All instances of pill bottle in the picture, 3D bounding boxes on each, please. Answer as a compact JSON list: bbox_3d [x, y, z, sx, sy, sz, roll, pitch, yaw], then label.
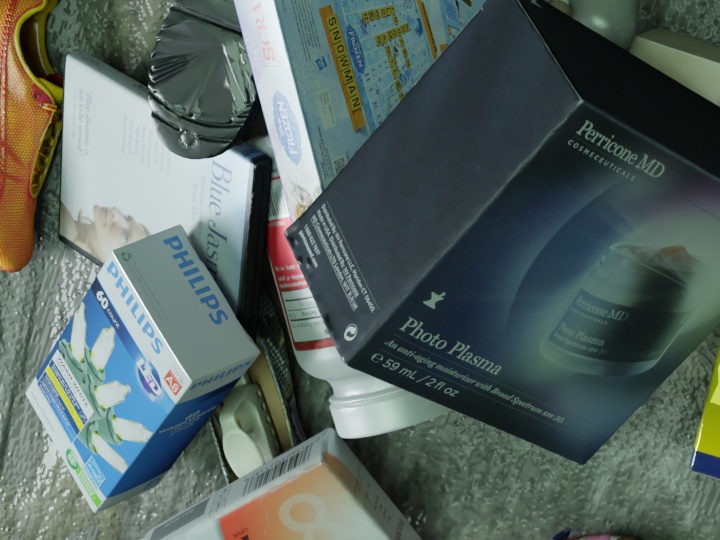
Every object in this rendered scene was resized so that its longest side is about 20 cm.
[{"bbox_3d":[0.000,0.000,1.363,0.112,0.112,0.201,-13,96,22],"label":"pill bottle"}]

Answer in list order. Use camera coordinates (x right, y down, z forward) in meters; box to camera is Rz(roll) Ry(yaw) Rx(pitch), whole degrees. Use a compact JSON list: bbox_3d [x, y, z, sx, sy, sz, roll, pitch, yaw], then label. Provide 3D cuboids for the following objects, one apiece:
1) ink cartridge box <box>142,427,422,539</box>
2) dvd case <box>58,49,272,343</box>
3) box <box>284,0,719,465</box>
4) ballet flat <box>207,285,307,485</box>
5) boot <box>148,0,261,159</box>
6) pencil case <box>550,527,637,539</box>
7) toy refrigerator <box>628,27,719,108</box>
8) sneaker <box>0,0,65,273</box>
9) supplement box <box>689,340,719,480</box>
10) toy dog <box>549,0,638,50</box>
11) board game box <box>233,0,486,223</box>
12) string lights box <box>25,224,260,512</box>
[{"bbox_3d":[-0.028,0.221,1.416,0.162,0.050,0.200,-31,106,22],"label":"ink cartridge box"},{"bbox_3d":[-0.133,-0.045,1.395,0.200,0.018,0.143,30,126,38],"label":"dvd case"},{"bbox_3d":[0.103,-0.021,1.181,0.199,0.200,0.123,-49,41,21],"label":"box"},{"bbox_3d":[-0.081,0.076,1.431,0.072,0.072,0.201,-17,94,22],"label":"ballet flat"},{"bbox_3d":[-0.059,-0.174,1.324,0.073,0.162,0.199,16,105,16],"label":"boot"},{"bbox_3d":[0.154,0.272,1.375,0.086,0.083,0.201,4,102,18],"label":"pencil case"},{"bbox_3d":[0.174,-0.044,1.311,0.070,0.076,0.201,20,107,15],"label":"toy refrigerator"},{"bbox_3d":[-0.235,-0.096,1.454,0.077,0.073,0.201,2,104,9],"label":"sneaker"},{"bbox_3d":[0.279,0.030,1.268,0.109,0.109,0.201,15,105,17],"label":"supplement box"},{"bbox_3d":[0.116,-0.232,1.242,0.096,0.201,0.132,2,148,-16],"label":"toy dog"},{"bbox_3d":[0.022,-0.138,1.270,0.041,0.199,0.201,6,115,49],"label":"board game box"},{"bbox_3d":[-0.147,0.068,1.401,0.103,0.059,0.200,57,143,15],"label":"string lights box"}]
